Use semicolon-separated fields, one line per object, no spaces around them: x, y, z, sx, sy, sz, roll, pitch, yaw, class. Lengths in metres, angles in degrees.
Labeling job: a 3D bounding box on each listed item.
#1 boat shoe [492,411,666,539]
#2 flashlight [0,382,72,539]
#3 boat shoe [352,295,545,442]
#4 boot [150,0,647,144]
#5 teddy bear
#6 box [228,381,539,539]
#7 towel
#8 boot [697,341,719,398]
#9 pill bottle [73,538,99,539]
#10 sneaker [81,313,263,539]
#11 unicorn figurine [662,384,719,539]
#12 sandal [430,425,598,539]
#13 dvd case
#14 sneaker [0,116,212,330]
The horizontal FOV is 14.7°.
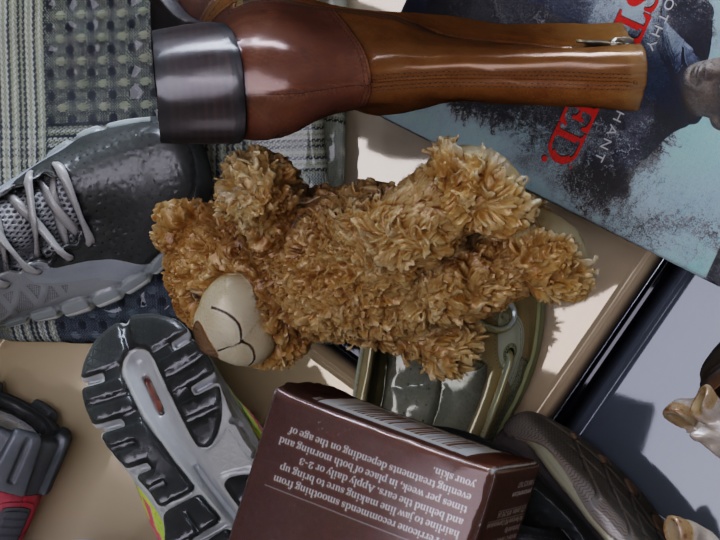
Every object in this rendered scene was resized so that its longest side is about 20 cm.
0.112;0.153;1.195;0.073;0.074;0.200;-39;80;13;boat shoe
-0.201;0.150;1.291;0.068;0.068;0.201;24;103;-6;flashlight
0.029;0.055;1.221;0.073;0.063;0.201;20;97;15;boat shoe
0.012;-0.101;1.161;0.199;0.188;0.069;-4;101;-4;boot
0.000;0.000;1.142;0.199;0.145;0.067;-2;62;19;teddy bear
-0.009;0.155;1.114;0.100;0.075;0.201;20;94;19;box
-0.098;-0.066;1.276;0.192;0.035;0.201;0;93;19;towel
0.210;-0.024;1.180;0.200;0.075;0.097;-38;56;22;boot
-0.142;0.230;1.248;0.112;0.112;0.200;36;100;12;pill bottle
-0.053;0.115;1.223;0.078;0.090;0.201;-24;68;4;sneaker
0.188;0.102;1.151;0.137;0.074;0.201;27;78;-11;unicorn figurine
0.072;0.136;1.151;0.200;0.048;0.075;39;117;13;sandal
0.108;-0.096;1.193;0.200;0.022;0.146;29;99;27;dvd case
-0.164;-0.004;1.222;0.200;0.115;0.075;-28;84;18;sneaker
